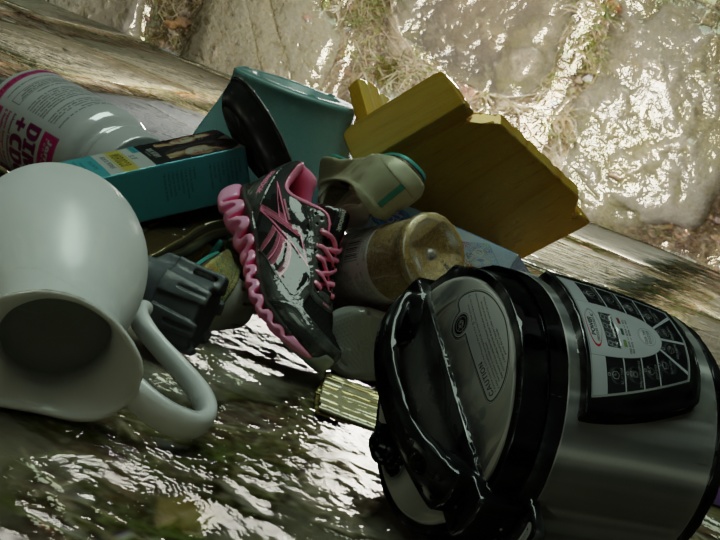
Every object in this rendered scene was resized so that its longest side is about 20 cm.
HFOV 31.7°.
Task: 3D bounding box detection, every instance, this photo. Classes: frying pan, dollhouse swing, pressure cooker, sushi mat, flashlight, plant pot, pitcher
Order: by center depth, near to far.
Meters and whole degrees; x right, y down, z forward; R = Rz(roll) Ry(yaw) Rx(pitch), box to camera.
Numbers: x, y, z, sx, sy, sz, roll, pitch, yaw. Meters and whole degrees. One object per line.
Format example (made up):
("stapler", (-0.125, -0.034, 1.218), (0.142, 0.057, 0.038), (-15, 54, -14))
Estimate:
("pressure cooker", (0.100, 0.091, 0.774), (0.199, 0.179, 0.176), (14, -3, -26))
("pitcher", (-0.173, 0.022, 0.807), (0.171, 0.121, 0.200), (33, 15, -27))
("flashlight", (-0.201, 0.004, 0.930), (0.199, 0.068, 0.068), (24, 41, 12))
("sushi mat", (0.061, 0.122, 0.957), (0.199, 0.012, 0.096), (19, 12, -4))
("frying pan", (-0.093, -0.104, 1.178), (0.115, 0.031, 0.190), (55, -15, 22))
("dollhouse swing", (0.101, -0.128, 1.252), (0.200, 0.181, 0.176), (38, 40, -32))
("plant pot", (-0.093, -0.103, 1.314), (0.199, 0.189, 0.200), (20, 11, -4))

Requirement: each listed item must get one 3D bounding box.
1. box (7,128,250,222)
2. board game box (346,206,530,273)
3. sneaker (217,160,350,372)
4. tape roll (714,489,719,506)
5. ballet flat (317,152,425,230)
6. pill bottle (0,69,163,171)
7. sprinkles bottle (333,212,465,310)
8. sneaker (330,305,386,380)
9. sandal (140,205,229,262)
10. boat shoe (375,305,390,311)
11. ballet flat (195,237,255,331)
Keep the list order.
("box", (-0.205, -0.077, 1.132), (0.199, 0.049, 0.082), (-15, 23, -22))
("board game box", (0.091, 0.004, 1.235), (0.199, 0.043, 0.200), (27, -11, 31))
("sneaker", (-0.046, -0.012, 1.023), (0.079, 0.095, 0.200), (51, 12, -55))
("tape roll", (0.304, 0.145, 1.141), (0.199, 0.066, 0.200), (18, 11, -4))
("ballet flat", (-0.006, -0.066, 1.099), (0.069, 0.070, 0.200), (17, -4, -15))
("pill bottle", (-0.281, -0.121, 1.267), (0.200, 0.114, 0.113), (28, 14, 38))
("sprinkles bottle", (0.000, 0.000, 1.068), (0.068, 0.069, 0.200), (12, -15, -35))
("sneaker", (0.064, 0.072, 1.057), (0.199, 0.077, 0.082), (21, 5, 1))
("sandal", (-0.159, -0.027, 1.155), (0.080, 0.054, 0.200), (24, 33, 30))
("boat shoe", (-0.028, 0.006, 1.204), (0.199, 0.074, 0.063), (15, 12, -18))
("ballet flat", (-0.112, 0.017, 1.043), (0.070, 0.071, 0.200), (20, 11, 0))
